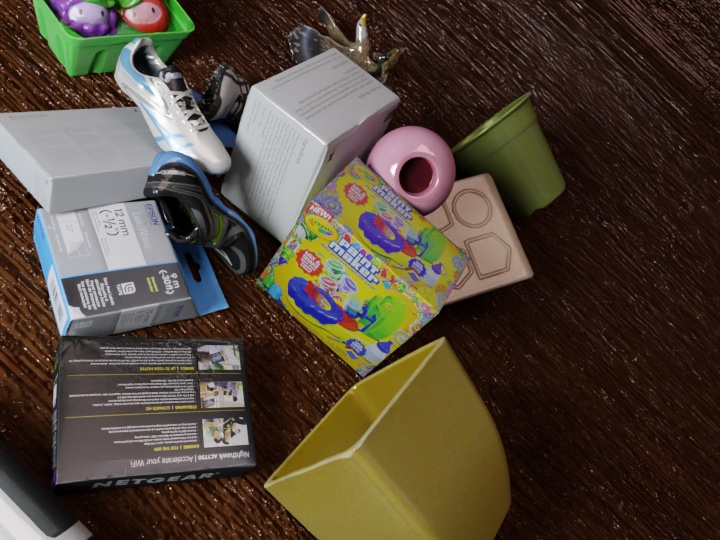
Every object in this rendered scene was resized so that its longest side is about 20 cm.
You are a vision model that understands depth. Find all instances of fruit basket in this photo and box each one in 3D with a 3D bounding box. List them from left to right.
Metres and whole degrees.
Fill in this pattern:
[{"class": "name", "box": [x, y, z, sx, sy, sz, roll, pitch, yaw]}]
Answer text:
[{"class": "fruit basket", "box": [-0.348, -0.396, 0.846, 0.215, 0.216, 0.156, -27, 75, -43]}]

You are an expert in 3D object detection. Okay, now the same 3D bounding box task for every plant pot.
[{"class": "plant pot", "box": [0.054, 0.234, 0.676, 0.200, 0.195, 0.194, 50, 46, -1]}, {"class": "plant pot", "box": [0.299, -0.207, 1.170, 0.191, 0.200, 0.200, 52, 45, -7]}]

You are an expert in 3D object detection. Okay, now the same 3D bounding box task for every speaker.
[{"class": "speaker", "box": [-0.332, 0.191, 0.519, 0.200, 0.081, 0.081, 45, 46, 2]}]

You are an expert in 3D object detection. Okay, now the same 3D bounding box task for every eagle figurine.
[{"class": "eagle figurine", "box": [-0.019, -0.419, 1.157, 0.198, 0.152, 0.152, 15, 0, 14]}]

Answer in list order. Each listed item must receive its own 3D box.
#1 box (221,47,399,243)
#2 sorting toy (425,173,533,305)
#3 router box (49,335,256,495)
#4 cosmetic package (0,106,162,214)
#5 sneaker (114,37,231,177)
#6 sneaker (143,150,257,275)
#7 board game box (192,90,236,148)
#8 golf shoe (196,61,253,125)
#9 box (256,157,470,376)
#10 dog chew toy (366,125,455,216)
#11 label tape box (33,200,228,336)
[{"class": "box", "box": [-0.073, -0.180, 0.869, 0.130, 0.201, 0.199, 38, 45, 7]}, {"class": "sorting toy", "box": [0.154, -0.048, 0.940, 0.198, 0.037, 0.187, -15, 75, -19]}, {"class": "router box", "box": [-0.218, 0.148, 0.644, 0.198, 0.051, 0.150, 6, 58, -31]}, {"class": "cosmetic package", "box": [-0.320, -0.145, 0.745, 0.151, 0.052, 0.199, 41, 37, 24]}, {"class": "sneaker", "box": [-0.229, -0.200, 0.743, 0.200, 0.072, 0.072, 50, 40, 4]}, {"class": "sneaker", "box": [-0.200, -0.056, 0.749, 0.200, 0.070, 0.083, 56, 46, -45]}, {"class": "board game box", "box": [-0.267, -0.226, 0.872, 0.157, 0.039, 0.200, 11, 32, -52]}, {"class": "golf shoe", "box": [-0.188, -0.256, 0.903, 0.094, 0.078, 0.201, 34, 22, -19]}, {"class": "box", "box": [0.000, 0.000, 0.799, 0.200, 0.193, 0.122, 41, 46, -1]}, {"class": "dog chew toy", "box": [0.062, -0.146, 0.868, 0.124, 0.125, 0.200, 28, 10, -14]}, {"class": "label tape box", "box": [-0.264, -0.008, 0.717, 0.199, 0.066, 0.144, -12, 65, -37]}]
